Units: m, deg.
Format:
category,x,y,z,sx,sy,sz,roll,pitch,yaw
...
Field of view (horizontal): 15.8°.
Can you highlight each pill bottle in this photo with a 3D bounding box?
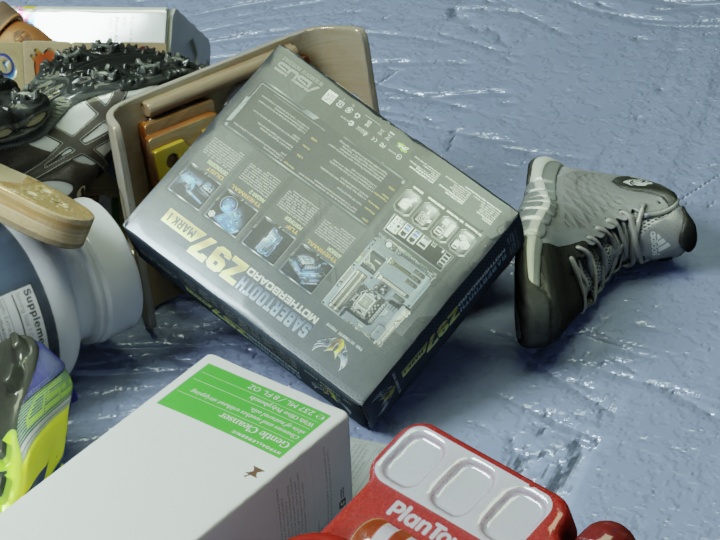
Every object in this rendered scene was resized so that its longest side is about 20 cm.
category,x,y,z,sx,sy,sz,roll,pitch,yaw
pill bottle,-0.241,0.030,1.598,0.199,0.120,0.119,-24,37,-30

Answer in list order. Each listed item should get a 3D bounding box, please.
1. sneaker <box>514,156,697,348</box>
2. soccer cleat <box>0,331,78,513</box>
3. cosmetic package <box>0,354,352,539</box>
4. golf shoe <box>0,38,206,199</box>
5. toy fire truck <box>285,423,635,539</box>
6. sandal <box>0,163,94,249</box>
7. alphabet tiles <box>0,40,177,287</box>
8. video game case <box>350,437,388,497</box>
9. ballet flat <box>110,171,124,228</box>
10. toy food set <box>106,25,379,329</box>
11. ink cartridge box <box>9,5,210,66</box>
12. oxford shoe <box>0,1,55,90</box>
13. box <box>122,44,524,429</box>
category,x,y,z,sx,sy,sz,roll,pitch,yaw
sneaker,0.159,-0.016,1.668,0.115,0.075,0.200,2,31,7
soccer cleat,-0.197,0.127,1.487,0.064,0.084,0.201,-21,42,27
cosmetic package,-0.103,0.141,1.394,0.107,0.085,0.200,20,39,30
golf shoe,-0.188,-0.091,1.684,0.199,0.095,0.078,-19,29,-33
toy fire truck,0.051,0.170,1.298,0.199,0.112,0.168,25,62,38
sandal,-0.248,-0.090,1.567,0.211,0.070,0.078,26,13,7
alphabet tiles,-0.188,-0.070,1.714,0.199,0.167,0.006,-1,-9,-20
video game case,-0.075,0.151,1.473,0.181,0.022,0.200,9,35,21
ballet flat,-0.186,-0.035,1.750,0.199,0.076,0.064,-23,44,-11
toy food set,-0.071,-0.062,1.696,0.199,0.144,0.060,-25,29,-30
ink cartridge box,-0.216,-0.137,1.835,0.199,0.088,0.145,0,-4,8
oxford shoe,-0.267,-0.081,1.721,0.071,0.071,0.200,34,81,3
box,-0.023,-0.023,1.600,0.200,0.051,0.158,35,76,20
